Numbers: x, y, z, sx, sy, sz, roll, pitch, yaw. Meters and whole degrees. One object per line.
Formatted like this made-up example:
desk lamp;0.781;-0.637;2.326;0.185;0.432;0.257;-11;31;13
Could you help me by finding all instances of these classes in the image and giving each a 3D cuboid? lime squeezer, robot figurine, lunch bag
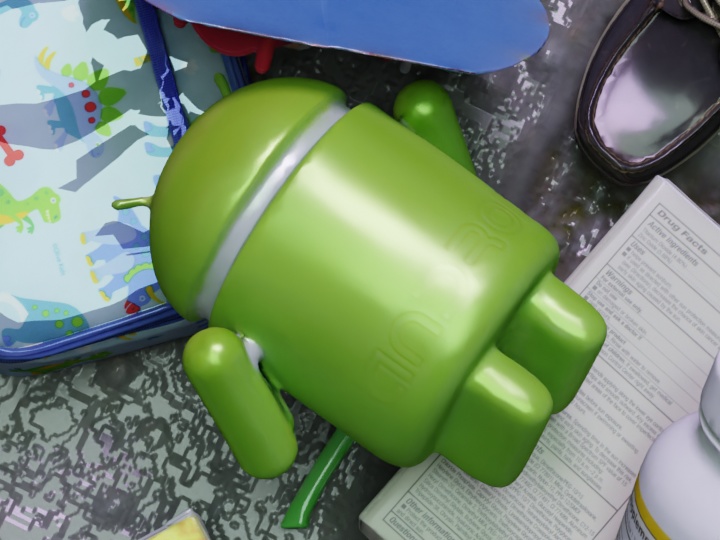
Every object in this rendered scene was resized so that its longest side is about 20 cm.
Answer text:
lime squeezer;0.000;0.015;1.149;0.070;0.038;0.202;-6;80;30
robot figurine;0.000;0.000;1.033;0.199;0.116;0.176;34;62;8
lunch bag;-0.122;-0.064;1.134;0.159;0.082;0.202;-14;82;-7

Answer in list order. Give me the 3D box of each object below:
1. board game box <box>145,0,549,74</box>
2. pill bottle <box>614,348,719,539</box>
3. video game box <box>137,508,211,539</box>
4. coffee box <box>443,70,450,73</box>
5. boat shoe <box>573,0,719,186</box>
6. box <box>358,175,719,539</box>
board game box;-0.021;-0.107;1.071;0.198;0.158;0.039;9;116;-9
pill bottle;0.156;0.130;1.039;0.112;0.113;0.201;17;119;3
video game box;-0.106;0.234;1.100;0.181;0.047;0.201;-27;82;-3
coffee box;0.006;-0.202;1.175;0.200;0.044;0.123;42;83;6
boat shoe;0.167;-0.127;1.148;0.074;0.073;0.200;37;82;6
box;0.097;0.066;1.113;0.095;0.078;0.200;43;83;6
